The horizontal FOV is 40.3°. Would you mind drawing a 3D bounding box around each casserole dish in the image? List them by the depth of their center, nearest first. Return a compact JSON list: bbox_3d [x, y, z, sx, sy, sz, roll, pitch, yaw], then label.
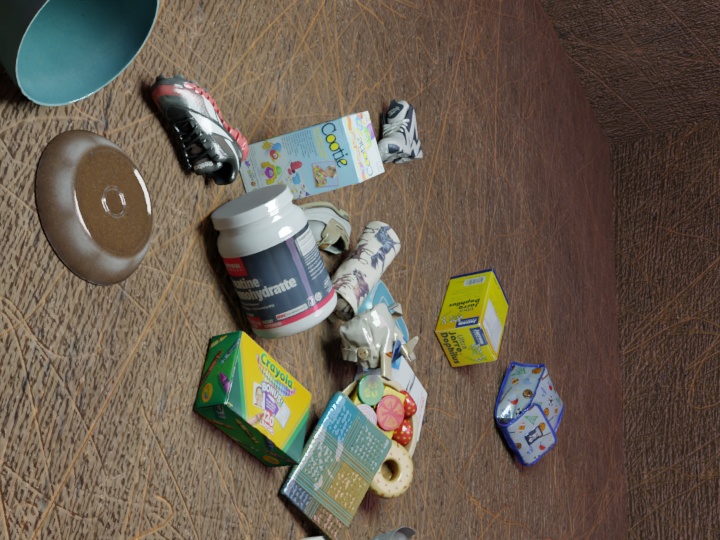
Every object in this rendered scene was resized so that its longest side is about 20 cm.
[{"bbox_3d":[0.042,0.098,1.870,0.200,0.039,0.121,62,30,-28],"label":"casserole dish"}]

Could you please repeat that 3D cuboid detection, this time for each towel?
[{"bbox_3d":[-0.037,0.313,1.567,0.147,0.022,0.200,48,54,-24],"label":"towel"}]

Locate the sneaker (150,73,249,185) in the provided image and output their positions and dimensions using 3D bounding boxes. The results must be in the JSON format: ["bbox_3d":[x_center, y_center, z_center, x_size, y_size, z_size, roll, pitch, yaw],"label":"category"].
[{"bbox_3d":[-0.232,-0.195,1.413,0.200,0.071,0.098,49,36,-47],"label":"sneaker"}]

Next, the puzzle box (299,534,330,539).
[{"bbox_3d":[-0.090,0.474,1.475,0.200,0.025,0.134,14,68,-61],"label":"puzzle box"}]

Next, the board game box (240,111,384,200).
[{"bbox_3d":[-0.081,-0.174,1.558,0.103,0.199,0.105,-32,108,-62],"label":"board game box"}]

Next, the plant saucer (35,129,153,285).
[{"bbox_3d":[-0.321,-0.083,1.235,0.200,0.037,0.201,32,52,-54],"label":"plant saucer"}]

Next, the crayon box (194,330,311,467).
[{"bbox_3d":[-0.152,0.191,1.430,0.200,0.058,0.119,49,39,-44],"label":"crayon box"}]

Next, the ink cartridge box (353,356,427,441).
[{"bbox_3d":[0.064,0.240,1.823,0.200,0.066,0.116,57,33,-36],"label":"ink cartridge box"}]

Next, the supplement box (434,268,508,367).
[{"bbox_3d":[0.252,0.105,2.200,0.109,0.109,0.200,62,30,-29],"label":"supplement box"}]

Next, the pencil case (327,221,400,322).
[{"bbox_3d":[0.000,0.000,1.734,0.078,0.089,0.200,42,53,-12],"label":"pencil case"}]

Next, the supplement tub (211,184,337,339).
[{"bbox_3d":[-0.129,-0.013,1.465,0.201,0.140,0.140,69,28,-18],"label":"supplement tub"}]

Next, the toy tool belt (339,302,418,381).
[{"bbox_3d":[0.039,0.133,1.704,0.123,0.125,0.200,61,12,9],"label":"toy tool belt"}]

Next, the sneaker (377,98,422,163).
[{"bbox_3d":[0.070,-0.294,2.037,0.199,0.079,0.130,-10,87,-64],"label":"sneaker"}]

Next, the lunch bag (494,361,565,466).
[{"bbox_3d":[0.411,0.354,2.406,0.170,0.123,0.200,59,46,-33],"label":"lunch bag"}]

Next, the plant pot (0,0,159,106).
[{"bbox_3d":[-0.353,-0.310,1.130,0.135,0.200,0.200,43,23,14],"label":"plant pot"}]

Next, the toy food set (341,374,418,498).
[{"bbox_3d":[0.023,0.278,1.672,0.198,0.049,0.201,29,73,-31],"label":"toy food set"}]

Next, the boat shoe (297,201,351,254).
[{"bbox_3d":[-0.067,-0.071,1.684,0.200,0.074,0.069,7,68,-63],"label":"boat shoe"}]

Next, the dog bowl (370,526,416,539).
[{"bbox_3d":[0.061,0.549,1.703,0.200,0.058,0.201,33,52,-54],"label":"dog bowl"}]
